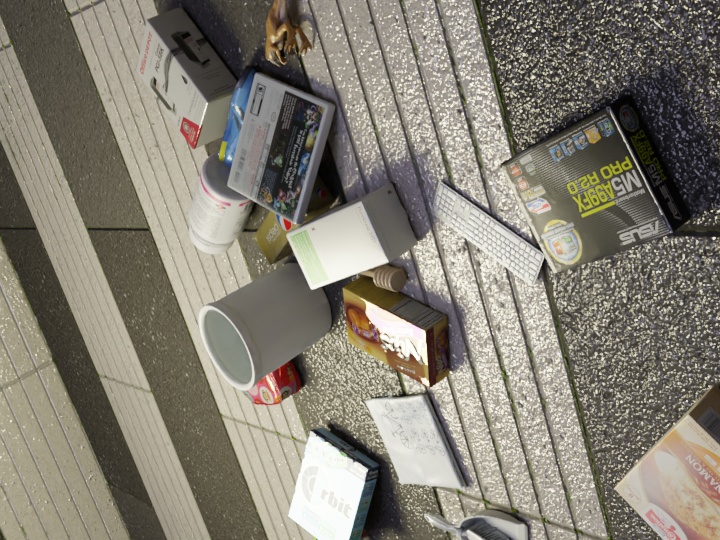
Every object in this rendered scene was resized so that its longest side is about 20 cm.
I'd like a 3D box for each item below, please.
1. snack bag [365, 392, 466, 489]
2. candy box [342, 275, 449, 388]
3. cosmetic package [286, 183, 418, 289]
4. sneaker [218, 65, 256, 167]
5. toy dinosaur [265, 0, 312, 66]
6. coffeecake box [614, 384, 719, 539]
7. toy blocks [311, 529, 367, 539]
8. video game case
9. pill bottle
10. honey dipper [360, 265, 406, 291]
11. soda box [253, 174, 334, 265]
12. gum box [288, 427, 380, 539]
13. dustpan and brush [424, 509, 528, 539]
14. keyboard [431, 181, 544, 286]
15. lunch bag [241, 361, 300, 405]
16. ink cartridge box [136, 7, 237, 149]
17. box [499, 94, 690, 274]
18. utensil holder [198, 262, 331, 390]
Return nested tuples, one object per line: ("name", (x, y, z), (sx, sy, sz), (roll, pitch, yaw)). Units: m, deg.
("snack bag", (0.093, 0.312, 1.660), (0.198, 0.021, 0.192), (-12, 104, 55))
("candy box", (0.059, 0.100, 1.523), (0.198, 0.056, 0.119), (28, 134, 41))
("cosmetic package", (-0.015, -0.052, 1.460), (0.198, 0.084, 0.109), (-21, 97, 48))
("sneaker", (-0.195, -0.264, 1.601), (0.077, 0.066, 0.202), (20, 129, 1))
("toy dinosaur", (-0.125, -0.387, 1.408), (0.106, 0.060, 0.202), (45, 143, 24))
("coffeecake box", (0.433, 0.267, 1.136), (0.154, 0.072, 0.202), (45, 144, 20))
("toy blocks", (-0.041, 0.505, 1.926), (0.137, 0.099, 0.202), (-49, 64, 41))
("video game case", (-0.135, -0.204, 1.509), (0.180, 0.023, 0.204), (29, 109, 35))
("pill bottle", (-0.265, -0.124, 1.733), (0.114, 0.112, 0.201), (50, 145, 14))
("honey dipper", (0.000, 0.000, 1.545), (0.198, 0.038, 0.039), (15, 126, 49))
("soda box", (-0.121, -0.090, 1.609), (0.065, 0.067, 0.200), (55, 145, 9))
("gum box", (-0.056, 0.452, 1.859), (0.168, 0.044, 0.204), (25, 108, 37))
("dustpan and brush", (0.199, 0.463, 1.594), (0.198, 0.057, 0.142), (23, 131, 43))
("keyboard", (0.178, -0.054, 1.294), (0.199, 0.011, 0.057), (39, 140, 29))
("lunch bag", (-0.209, 0.182, 1.909), (0.175, 0.081, 0.204), (-11, 104, 54))
("ink cartridge box", (-0.318, -0.351, 1.666), (0.201, 0.082, 0.147), (52, 146, 12))
("box", (0.277, -0.097, 1.103), (0.199, 0.044, 0.163), (-24, 94, 56))
("utensil holder", (-0.175, 0.099, 1.700), (0.169, 0.198, 0.173), (30, 135, 35))
